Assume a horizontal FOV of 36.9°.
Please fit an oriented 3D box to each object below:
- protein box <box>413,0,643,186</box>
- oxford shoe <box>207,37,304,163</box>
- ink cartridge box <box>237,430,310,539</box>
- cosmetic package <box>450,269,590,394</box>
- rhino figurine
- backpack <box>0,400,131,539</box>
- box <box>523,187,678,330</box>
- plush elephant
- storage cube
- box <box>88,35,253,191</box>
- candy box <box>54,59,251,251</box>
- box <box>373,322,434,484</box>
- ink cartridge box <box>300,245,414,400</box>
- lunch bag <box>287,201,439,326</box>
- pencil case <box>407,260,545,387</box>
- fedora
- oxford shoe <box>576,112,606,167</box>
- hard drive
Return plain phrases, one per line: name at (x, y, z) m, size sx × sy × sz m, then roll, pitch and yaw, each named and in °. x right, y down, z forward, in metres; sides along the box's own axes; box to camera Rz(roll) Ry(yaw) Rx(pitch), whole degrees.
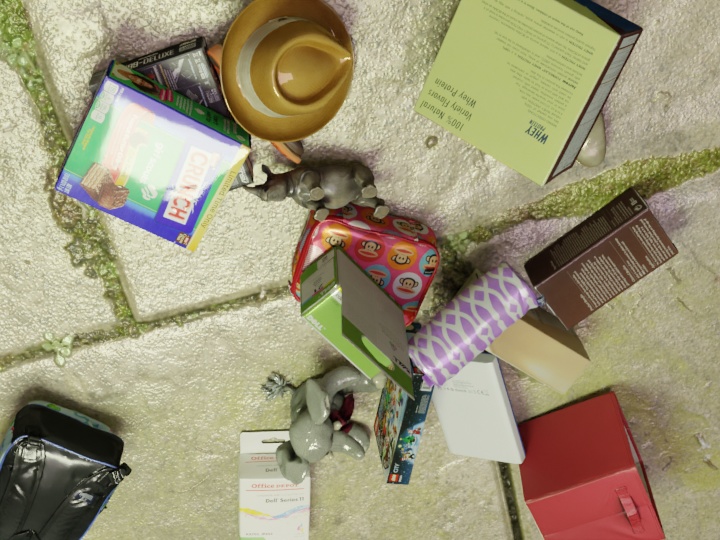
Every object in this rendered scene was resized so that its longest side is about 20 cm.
protein box at (0.208, -0.250, 1.344) m, size 0.197 × 0.135 × 0.202 m, roll 32°, pitch 116°, yaw 16°
oxford shoe at (-0.117, -0.225, 1.404) m, size 0.073 × 0.071 × 0.201 m, roll -39°, pitch 129°, yaw -7°
ink cartridge box at (-0.139, 0.357, 1.727) m, size 0.115 × 0.068 × 0.203 m, roll -1°, pitch 120°, yaw -6°
cosmetic package at (0.237, 0.091, 1.606) m, size 0.198 × 0.106 × 0.071 m, roll 29°, pitch 111°, yaw -23°
rhino figurine at (-0.063, -0.110, 1.451) m, size 0.197 × 0.088 × 0.061 m, roll -1°, pitch 123°, yaw -18°
backpack at (-0.462, 0.310, 1.614) m, size 0.181 × 0.147 × 0.201 m, roll 24°, pitch 110°, yaw -20°
box at (0.350, -0.016, 1.578) m, size 0.199 × 0.075 × 0.100 m, roll -37°, pitch 118°, yaw 11°
plush elephant at (-0.052, 0.232, 1.617) m, size 0.197 × 0.155 × 0.166 m, roll 15°, pitch 117°, yaw -15°
storage cube at (0.358, 0.333, 1.708) m, size 0.178 × 0.201 × 0.172 m, roll -21°, pitch 121°, yaw 13°
box at (-0.245, -0.185, 1.420) m, size 0.156 × 0.050 × 0.202 m, roll -18°, pitch 120°, yaw 3°
candy box at (-0.261, -0.141, 1.369) m, size 0.198 × 0.077 × 0.170 m, roll 24°, pitch 114°, yaw -19°
box at (0.065, 0.200, 1.625) m, size 0.037 × 0.137 × 0.203 m, roll 6°, pitch 118°, yaw -12°
ink cartridge box at (-0.007, 0.084, 1.427) m, size 0.075 × 0.201 × 0.148 m, roll -36°, pitch 118°, yaw 19°
lunch bag at (0.000, 0.000, 1.542) m, size 0.197 × 0.082 × 0.178 m, roll 15°, pitch 120°, yaw -13°
pencil case at (0.153, 0.074, 1.481) m, size 0.199 × 0.084 × 0.086 m, roll -38°, pitch 153°, yaw 0°
fedora at (-0.076, -0.251, 1.341) m, size 0.198 × 0.081 × 0.204 m, roll -10°, pitch 107°, yaw -34°
oxford shoe at (0.292, -0.217, 1.455) m, size 0.070 × 0.074 × 0.202 m, roll -23°, pitch 119°, yaw 6°
hard drive at (0.173, 0.209, 1.669) m, size 0.130 × 0.025 × 0.202 m, roll 3°, pitch 127°, yaw 34°
